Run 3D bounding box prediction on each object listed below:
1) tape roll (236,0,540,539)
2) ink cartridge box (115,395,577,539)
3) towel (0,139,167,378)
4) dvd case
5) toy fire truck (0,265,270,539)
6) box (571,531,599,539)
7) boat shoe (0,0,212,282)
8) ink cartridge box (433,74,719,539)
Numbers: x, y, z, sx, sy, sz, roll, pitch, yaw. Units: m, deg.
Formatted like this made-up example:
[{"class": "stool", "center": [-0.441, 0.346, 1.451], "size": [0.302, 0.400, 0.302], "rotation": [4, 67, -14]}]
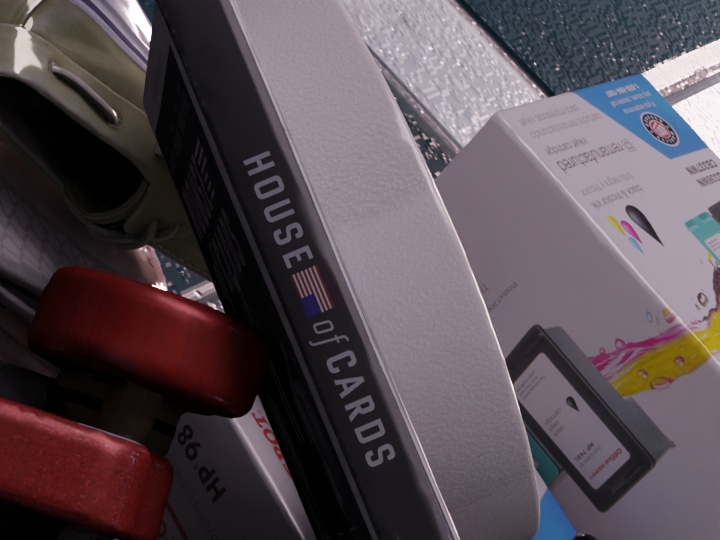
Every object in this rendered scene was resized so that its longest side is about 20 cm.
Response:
[{"class": "tape roll", "center": [0.000, 0.000, 0.854], "size": [0.203, 0.037, 0.204], "rotation": [156, -90, -83]}, {"class": "ink cartridge box", "center": [-0.008, 0.101, 0.945], "size": [0.199, 0.067, 0.116], "rotation": [4, 46, -51]}, {"class": "towel", "center": [-0.130, -0.039, 0.963], "size": [0.200, 0.032, 0.192], "rotation": [41, 20, -49]}, {"class": "dvd case", "center": [-0.016, 0.023, 0.794], "size": [0.150, 0.025, 0.201], "rotation": [128, -61, -80]}, {"class": "toy fire truck", "center": [-0.126, 0.046, 0.793], "size": [0.167, 0.113, 0.200], "rotation": [20, -6, -7]}, {"class": "box", "center": [0.166, 0.189, 0.926], "size": [0.200, 0.048, 0.193], "rotation": [35, -6, 42]}, {"class": "boat shoe", "center": [-0.084, -0.041, 0.953], "size": [0.200, 0.072, 0.062], "rotation": [47, 48, -47]}, {"class": "ink cartridge box", "center": [0.105, 0.049, 1.084], "size": [0.200, 0.146, 0.146], "rotation": [49, 28, 12]}]
